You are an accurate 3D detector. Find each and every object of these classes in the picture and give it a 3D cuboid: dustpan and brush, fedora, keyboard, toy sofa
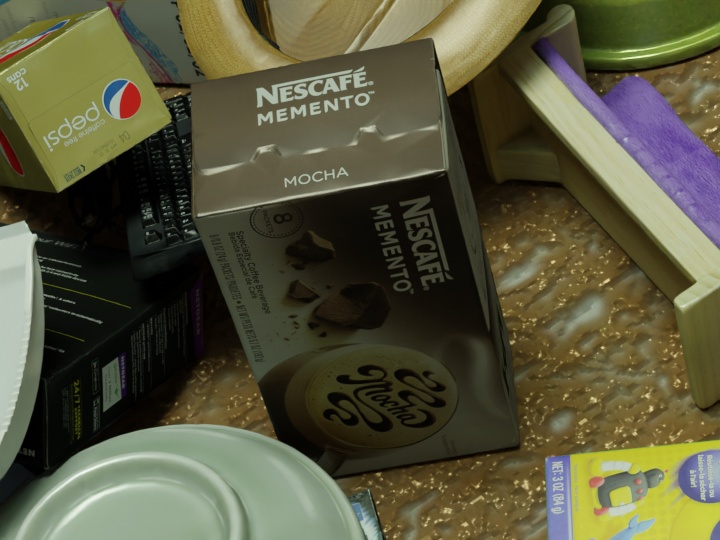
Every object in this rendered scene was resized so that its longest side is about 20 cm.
[{"bbox_3d":[-0.194,0.090,1.179,0.139,0.057,0.201,-13,86,24],"label":"dustpan and brush"},{"bbox_3d":[0.010,-0.146,1.323,0.199,0.082,0.202,-5,69,14],"label":"fedora"},{"bbox_3d":[-0.102,-0.053,1.330,0.104,0.040,0.200,-25,23,1],"label":"keyboard"},{"bbox_3d":[0.143,-0.040,1.283,0.097,0.083,0.200,-31,50,-10],"label":"toy sofa"}]

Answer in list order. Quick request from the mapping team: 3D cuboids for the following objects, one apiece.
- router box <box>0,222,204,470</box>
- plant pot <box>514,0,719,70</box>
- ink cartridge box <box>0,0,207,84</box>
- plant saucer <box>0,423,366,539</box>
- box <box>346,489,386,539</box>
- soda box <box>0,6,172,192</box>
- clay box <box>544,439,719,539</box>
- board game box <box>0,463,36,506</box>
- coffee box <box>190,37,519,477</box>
[{"bbox_3d":[-0.195,0.025,1.296,0.199,0.051,0.149,13,25,23],"label":"router box"},{"bbox_3d":[0.129,-0.239,1.383,0.199,0.185,0.201,-7,49,9],"label":"plant pot"},{"bbox_3d":[-0.099,-0.160,1.421,0.199,0.115,0.068,3,51,18],"label":"ink cartridge box"},{"bbox_3d":[-0.096,0.134,1.170,0.199,0.050,0.201,-8,46,8],"label":"plant saucer"},{"bbox_3d":[-0.072,0.186,1.180,0.199,0.040,0.137,-17,49,0],"label":"box"},{"bbox_3d":[-0.157,-0.084,1.337,0.068,0.064,0.200,-33,11,-13],"label":"soda box"},{"bbox_3d":[0.181,0.128,1.159,0.199,0.048,0.115,-7,50,9],"label":"clay box"},{"bbox_3d":[-0.245,0.151,1.268,0.103,0.020,0.200,32,65,32],"label":"board game box"},{"bbox_3d":[0.000,0.000,1.209,0.112,0.201,0.080,-9,50,6],"label":"coffee box"}]
